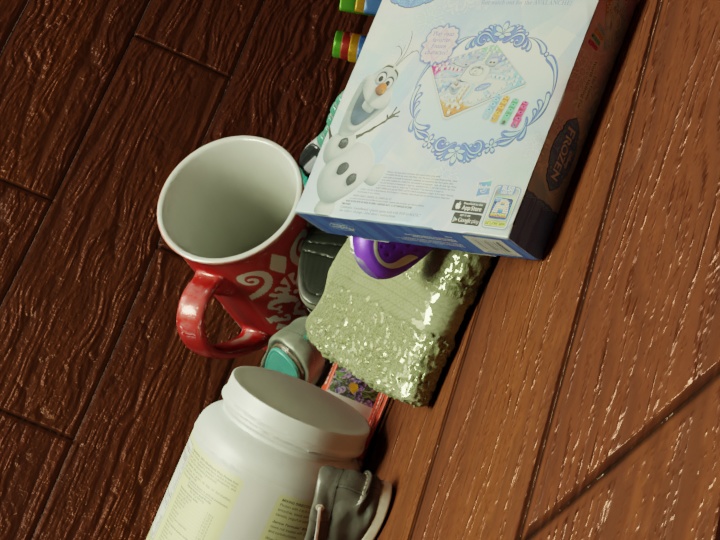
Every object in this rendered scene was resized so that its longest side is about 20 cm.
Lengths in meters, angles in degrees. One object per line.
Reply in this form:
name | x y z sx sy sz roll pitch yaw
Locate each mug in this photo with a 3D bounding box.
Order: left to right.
mug | -0.107 -0.002 1.551 0.178 0.133 0.200 -40 -32 -8

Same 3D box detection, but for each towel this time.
towel | 0.024 0.019 1.306 0.200 0.036 0.148 29 97 61

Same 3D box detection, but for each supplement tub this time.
supplement tub | -0.086 0.194 1.376 0.145 0.145 0.200 -97 31 -78

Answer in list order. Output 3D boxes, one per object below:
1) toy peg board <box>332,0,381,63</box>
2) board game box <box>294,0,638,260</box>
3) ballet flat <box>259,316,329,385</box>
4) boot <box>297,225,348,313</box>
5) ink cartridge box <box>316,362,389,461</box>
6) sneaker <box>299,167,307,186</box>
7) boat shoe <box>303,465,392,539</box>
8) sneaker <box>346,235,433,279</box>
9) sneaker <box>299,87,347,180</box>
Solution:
toy peg board | 0.027 -0.259 1.511 0.199 0.098 0.200 -56 -25 -80
board game box | 0.070 -0.112 1.153 0.200 0.043 0.199 9 73 44
ballet flat | -0.068 0.104 1.553 0.064 0.067 0.200 -39 -9 -32
boot | 0.002 0.000 1.529 0.154 0.073 0.204 84 -160 -47
ink cartridge box | -0.012 0.110 1.499 0.200 0.050 0.109 153 139 -82
sneaker | -0.007 -0.028 1.694 0.121 0.200 0.084 1 49 41
boat shoe | -0.038 0.222 1.280 0.067 0.057 0.200 -76 11 -57
sneaker | 0.073 -0.073 1.202 0.200 0.070 0.100 -50 26 -6
sneaker | 0.019 -0.128 1.421 0.088 0.074 0.200 -37 3 -30
